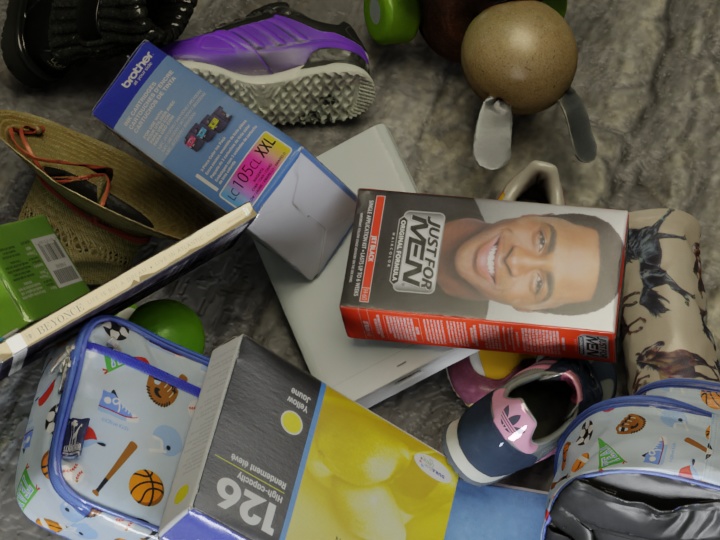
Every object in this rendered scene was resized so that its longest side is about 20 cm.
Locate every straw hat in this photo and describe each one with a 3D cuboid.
[{"bbox_3d":[-0.209,-0.037,1.743,0.201,0.201,0.085,33,102,14],"label":"straw hat"}]

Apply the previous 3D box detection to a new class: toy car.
[{"bbox_3d":[0.117,-0.169,1.829,0.164,0.158,0.200,-8,69,-22],"label":"toy car"}]

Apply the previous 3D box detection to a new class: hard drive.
[{"bbox_3d":[0.000,0.000,1.752,0.132,0.026,0.200,-28,63,7],"label":"hard drive"}]

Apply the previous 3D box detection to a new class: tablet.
[{"bbox_3d":[0.088,0.209,1.640,0.200,0.014,0.130,12,57,-17],"label":"tablet"}]

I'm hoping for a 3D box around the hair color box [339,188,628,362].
[{"bbox_3d":[0.092,0.003,1.676,0.200,0.061,0.102,5,66,9],"label":"hair color box"}]

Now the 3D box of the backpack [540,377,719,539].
[{"bbox_3d":[0.225,0.163,1.609,0.190,0.200,0.154,11,43,-4],"label":"backpack"}]

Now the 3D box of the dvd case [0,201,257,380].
[{"bbox_3d":[-0.169,0.016,1.603,0.200,0.149,0.016,-31,89,-12],"label":"dvd case"}]

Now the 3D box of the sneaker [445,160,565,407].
[{"bbox_3d":[0.111,0.009,1.746,0.075,0.090,0.200,12,58,2],"label":"sneaker"}]

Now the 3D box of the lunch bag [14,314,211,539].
[{"bbox_3d":[-0.135,0.122,1.571,0.200,0.076,0.160,27,55,-24],"label":"lunch bag"}]

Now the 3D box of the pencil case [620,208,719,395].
[{"bbox_3d":[0.234,0.045,1.746,0.078,0.089,0.200,-17,57,17],"label":"pencil case"}]

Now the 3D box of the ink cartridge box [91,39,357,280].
[{"bbox_3d":[-0.110,-0.090,1.732,0.200,0.136,0.076,34,86,27],"label":"ink cartridge box"}]

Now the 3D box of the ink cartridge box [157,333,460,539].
[{"bbox_3d":[-0.035,0.172,1.545,0.198,0.047,0.200,33,48,-23],"label":"ink cartridge box"}]

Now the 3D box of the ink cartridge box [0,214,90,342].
[{"bbox_3d":[-0.307,0.046,1.629,0.200,0.148,0.076,-32,89,12],"label":"ink cartridge box"}]

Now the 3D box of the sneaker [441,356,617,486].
[{"bbox_3d":[0.145,0.095,1.667,0.070,0.082,0.200,55,40,3],"label":"sneaker"}]

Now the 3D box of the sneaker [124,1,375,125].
[{"bbox_3d":[-0.091,-0.172,1.857,0.200,0.070,0.100,2,51,-8],"label":"sneaker"}]

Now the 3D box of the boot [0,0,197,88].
[{"bbox_3d":[-0.201,-0.251,1.837,0.158,0.079,0.211,-18,60,36],"label":"boot"}]

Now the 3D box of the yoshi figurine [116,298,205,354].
[{"bbox_3d":[-0.161,0.095,1.652,0.112,0.112,0.200,-1,49,5],"label":"yoshi figurine"}]
